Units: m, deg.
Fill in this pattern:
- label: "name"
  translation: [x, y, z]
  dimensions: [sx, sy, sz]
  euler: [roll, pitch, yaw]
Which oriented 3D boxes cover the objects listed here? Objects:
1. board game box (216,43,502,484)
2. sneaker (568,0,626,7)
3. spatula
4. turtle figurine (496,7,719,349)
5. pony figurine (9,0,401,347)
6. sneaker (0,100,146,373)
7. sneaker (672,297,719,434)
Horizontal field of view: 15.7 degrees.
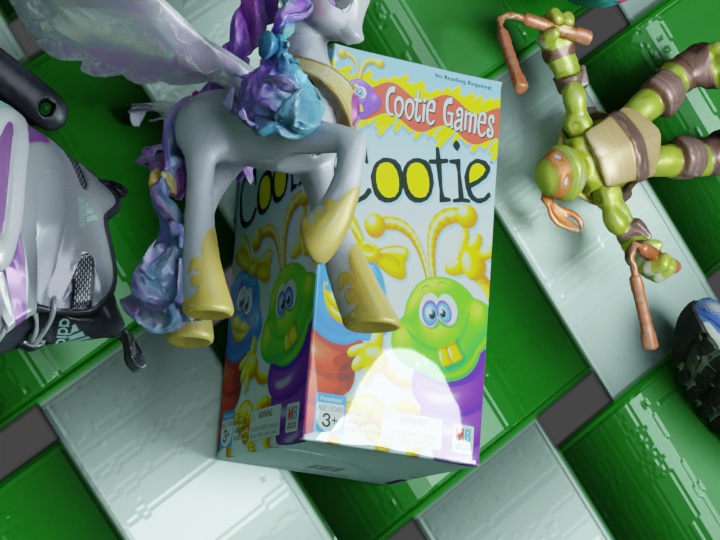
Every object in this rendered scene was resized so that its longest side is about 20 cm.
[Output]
- label: "board game box"
  translation: [0.000, 0.000, 1.345]
  dimensions: [0.104, 0.103, 0.202]
  euler: [10, 76, -26]
- label: "sneaker"
  translation: [0.125, -0.224, 1.470]
  dimensions: [0.121, 0.083, 0.201]
  euler: [47, 27, -48]
- label: "spatula"
  translation: [-0.223, -0.136, 1.297]
  dimensions: [0.200, 0.021, 0.057]
  euler: [40, 77, -19]
- label: "turtle figurine"
  translation: [0.152, -0.060, 1.461]
  dimensions: [0.161, 0.064, 0.201]
  euler: [-20, 82, -37]
- label: "pony figurine"
  translation: [-0.062, -0.069, 1.247]
  dimensions: [0.166, 0.192, 0.202]
  euler: [29, 59, -59]
- label: "sneaker"
  translation: [-0.169, 0.027, 1.264]
  dimensions: [0.139, 0.078, 0.201]
  euler: [30, 68, -19]
- label: "sneaker"
  translation: [0.267, 0.070, 1.480]
  dimensions: [0.199, 0.079, 0.089]
  euler: [32, 65, -6]
